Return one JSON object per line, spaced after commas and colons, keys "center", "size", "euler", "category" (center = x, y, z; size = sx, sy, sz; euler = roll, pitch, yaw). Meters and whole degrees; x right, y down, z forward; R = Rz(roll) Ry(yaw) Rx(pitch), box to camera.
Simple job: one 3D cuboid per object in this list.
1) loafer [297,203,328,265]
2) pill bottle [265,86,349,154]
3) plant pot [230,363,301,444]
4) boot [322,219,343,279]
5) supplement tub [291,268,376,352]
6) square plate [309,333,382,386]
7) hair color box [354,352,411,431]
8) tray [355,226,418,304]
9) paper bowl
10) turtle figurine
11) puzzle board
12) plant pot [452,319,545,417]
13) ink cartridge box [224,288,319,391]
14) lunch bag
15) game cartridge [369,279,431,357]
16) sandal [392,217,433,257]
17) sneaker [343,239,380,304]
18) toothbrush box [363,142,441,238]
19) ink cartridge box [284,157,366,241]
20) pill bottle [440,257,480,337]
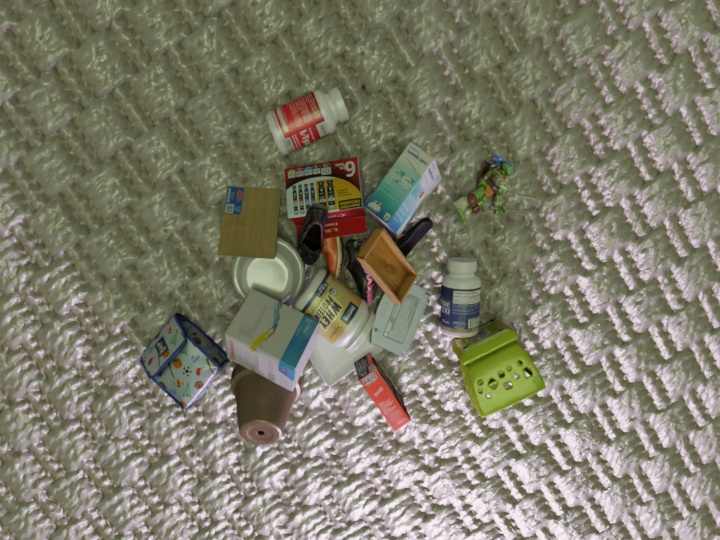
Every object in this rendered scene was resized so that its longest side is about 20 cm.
{"center": [-0.124, -0.077, 1.443], "size": [0.070, 0.064, 0.202], "euler": [10, 137, -7], "category": "loafer"}
{"center": [-0.132, -0.385, 1.450], "size": [0.196, 0.112, 0.115], "euler": [-24, 102, 2], "category": "pill bottle"}
{"center": [-0.260, 0.357, 1.524], "size": [0.194, 0.177, 0.204], "euler": [0, 133, 0], "category": "plant pot"}
{"center": [-0.096, -0.075, 1.541], "size": [0.104, 0.075, 0.207], "euler": [-5, 94, 0], "category": "boot"}
{"center": [-0.069, 0.109, 1.511], "size": [0.198, 0.145, 0.146], "euler": [37, 97, -7], "category": "supplement tub"}
{"center": [-0.065, 0.195, 1.616], "size": [0.196, 0.028, 0.202], "euler": [-33, 102, 3], "category": "square plate"}
{"center": [0.062, 0.341, 1.603], "size": [0.060, 0.102, 0.202], "euler": [-33, 112, 3], "category": "hair color box"}
{"center": [0.073, -0.010, 1.497], "size": [0.100, 0.037, 0.201], "euler": [-56, 132, -18], "category": "tray"}
{"center": [-0.246, 0.009, 1.528], "size": [0.194, 0.105, 0.207], "euler": [-1, 103, -5], "category": "paper bowl"}
{"center": [0.354, -0.181, 1.510], "size": [0.192, 0.144, 0.202], "euler": [-34, 98, 8], "category": "turtle figurine"}
{"center": [-0.287, -0.126, 1.489], "size": [0.146, 0.017, 0.205], "euler": [3, 66, -3], "category": "puzzle board"}
{"center": [0.367, 0.255, 1.576], "size": [0.195, 0.200, 0.185], "euler": [-25, 95, 2], "category": "plant pot"}
{"center": [-0.226, 0.178, 1.456], "size": [0.196, 0.148, 0.148], "euler": [25, 57, 5], "category": "ink cartridge box"}
{"center": [-0.485, 0.244, 1.554], "size": [0.200, 0.124, 0.171], "euler": [43, 96, 3], "category": "lunch bag"}
{"center": [0.104, 0.125, 1.595], "size": [0.131, 0.040, 0.205], "euler": [23, 89, -12], "category": "game cartridge"}
{"center": [0.116, -0.077, 1.555], "size": [0.200, 0.075, 0.045], "euler": [-45, 60, 17], "category": "sandal"}
{"center": [0.000, 0.000, 1.543], "size": [0.093, 0.079, 0.205], "euler": [11, 126, 27], "category": "sneaker"}
{"center": [0.112, -0.204, 1.468], "size": [0.085, 0.146, 0.202], "euler": [36, 90, 19], "category": "toothbrush box"}
{"center": [-0.087, -0.179, 1.466], "size": [0.194, 0.084, 0.181], "euler": [-8, 80, 7], "category": "ink cartridge box"}
{"center": [0.276, 0.071, 1.571], "size": [0.107, 0.111, 0.206], "euler": [0, 102, -4], "category": "pill bottle"}
